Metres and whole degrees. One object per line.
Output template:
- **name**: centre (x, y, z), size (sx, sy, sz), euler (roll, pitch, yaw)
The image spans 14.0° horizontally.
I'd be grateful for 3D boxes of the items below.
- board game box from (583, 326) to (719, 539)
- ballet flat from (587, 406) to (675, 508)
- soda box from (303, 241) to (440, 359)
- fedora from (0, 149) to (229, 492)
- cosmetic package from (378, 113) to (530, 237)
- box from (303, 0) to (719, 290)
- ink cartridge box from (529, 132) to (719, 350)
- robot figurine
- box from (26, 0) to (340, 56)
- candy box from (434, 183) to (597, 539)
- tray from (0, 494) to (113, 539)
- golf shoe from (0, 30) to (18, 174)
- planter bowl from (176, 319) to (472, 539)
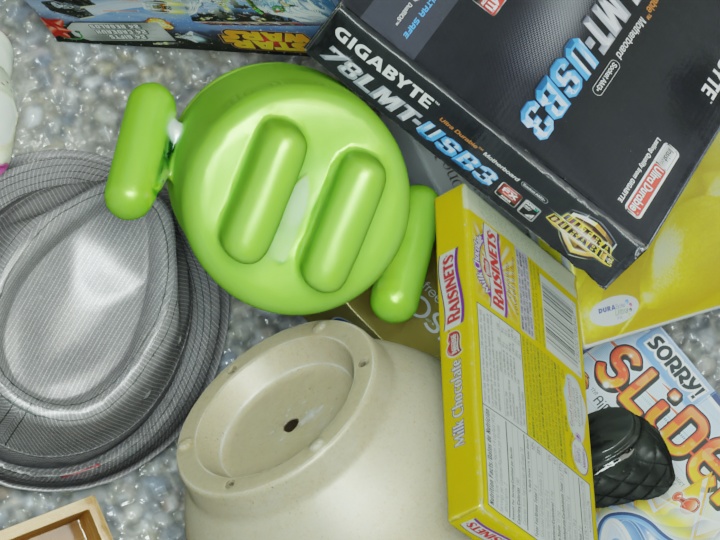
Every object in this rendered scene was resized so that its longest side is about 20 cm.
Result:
- **board game box**: centre (0.161, 0.133, 1.601), size (0.135, 0.034, 0.200), euler (-35, 63, -9)
- **ballet flat**: centre (0.074, 0.132, 1.572), size (0.057, 0.199, 0.067), euler (55, 24, -31)
- **soda box**: centre (0.000, 0.000, 1.629), size (0.200, 0.064, 0.068), euler (45, 67, -2)
- **fedora**: centre (-0.151, 0.017, 1.561), size (0.177, 0.090, 0.200), euler (37, 67, -5)
- **cosmetic package**: centre (0.113, -0.077, 1.683), size (0.199, 0.071, 0.102), euler (-23, 83, -22)
- **box**: centre (0.099, -0.119, 1.526), size (0.198, 0.050, 0.200), euler (38, 49, -2)
- **ink cartridge box**: centre (0.171, -0.075, 1.619), size (0.197, 0.047, 0.201), euler (-15, 102, -34)
- **robot figurine**: centre (-0.039, -0.045, 1.499), size (0.175, 0.200, 0.116), euler (19, 98, -12)
- **box**: centre (-0.091, -0.162, 1.562), size (0.199, 0.137, 0.040), euler (5, 69, 17)
- **candy box**: centre (0.078, 0.061, 1.468), size (0.102, 0.026, 0.201), euler (36, 39, -37)
- **tray**: centre (-0.148, 0.229, 1.532), size (0.098, 0.037, 0.201), euler (-20, 81, -21)
- **golf shoe**: centre (-0.275, -0.081, 1.555), size (0.199, 0.075, 0.092), euler (-7, 69, -18)
- **planter bowl**: centre (-0.011, 0.111, 1.498), size (0.200, 0.200, 0.135), euler (-51, 124, -23)
